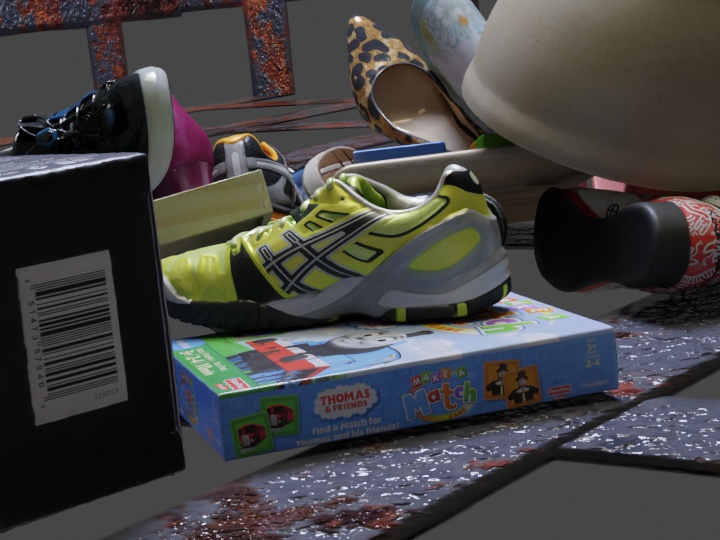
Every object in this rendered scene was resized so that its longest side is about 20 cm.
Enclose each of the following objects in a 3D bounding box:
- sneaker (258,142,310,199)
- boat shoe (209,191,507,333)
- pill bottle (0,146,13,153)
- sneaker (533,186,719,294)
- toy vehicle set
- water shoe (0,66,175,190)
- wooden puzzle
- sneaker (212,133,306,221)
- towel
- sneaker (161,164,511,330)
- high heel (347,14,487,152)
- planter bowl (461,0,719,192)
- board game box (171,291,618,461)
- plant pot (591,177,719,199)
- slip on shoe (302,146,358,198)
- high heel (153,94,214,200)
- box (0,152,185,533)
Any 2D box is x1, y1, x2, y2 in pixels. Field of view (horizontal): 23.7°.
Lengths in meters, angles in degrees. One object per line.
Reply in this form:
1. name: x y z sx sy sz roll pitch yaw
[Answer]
1. sneaker: -0.098 -0.065 1.466 0.198 0.090 0.078 0 10 33
2. boat shoe: 0.000 0.000 1.050 0.198 0.073 0.068 -16 2 -6
3. pill bottle: -0.259 -0.040 1.342 0.113 0.115 0.200 -6 10 2
4. sneaker: 0.189 -0.017 1.082 0.107 0.068 0.201 1 3 -17
5. toy vehicle set: -0.124 -0.010 1.081 0.123 0.027 0.200 -17 -9 -10
6. water shoe: -0.183 -0.074 1.113 0.078 0.072 0.200 -2 -15 -29
7. wooden puzzle: 0.060 -0.063 1.181 0.183 0.047 0.200 -8 -8 -6
8. sneaker: -0.076 -0.057 1.279 0.077 0.078 0.200 -10 0 -1
9. towel: 0.115 -0.130 1.349 0.048 0.172 0.200 -39 -18 0
10. sneaker: -0.019 -0.012 0.910 0.198 0.077 0.075 -6 9 14
11. high heel: 0.054 -0.131 1.333 0.071 0.201 0.143 -29 -5 -14
12. planter bowl: 0.176 -0.154 1.090 0.198 0.136 0.201 11 26 -6
13. board game box: 0.009 0.048 0.870 0.198 0.037 0.151 -8 9 -17
14. plant pot: 0.287 -0.124 1.309 0.193 0.203 0.201 1 9 -1
15. slip on shoe: 0.001 -0.055 1.370 0.060 0.076 0.200 -38 -9 22
16. high heel: -0.150 -0.049 1.199 0.067 0.097 0.200 -14 -9 -21
17. box: -0.186 0.025 0.790 0.104 0.150 0.199 -14 13 -42
